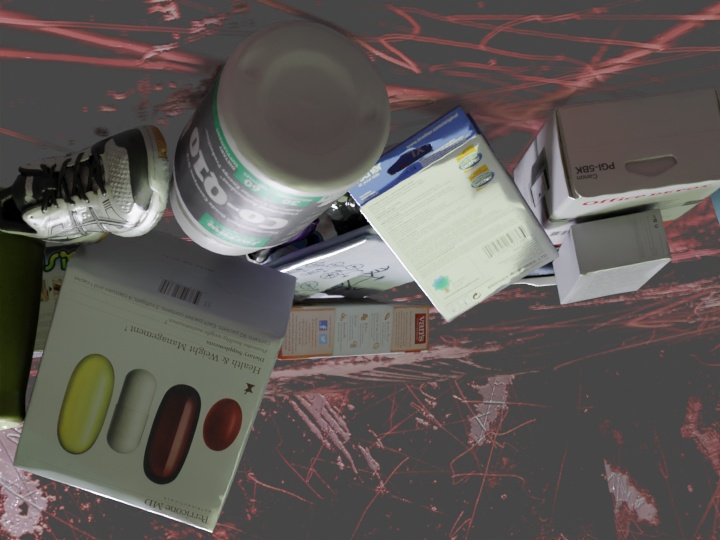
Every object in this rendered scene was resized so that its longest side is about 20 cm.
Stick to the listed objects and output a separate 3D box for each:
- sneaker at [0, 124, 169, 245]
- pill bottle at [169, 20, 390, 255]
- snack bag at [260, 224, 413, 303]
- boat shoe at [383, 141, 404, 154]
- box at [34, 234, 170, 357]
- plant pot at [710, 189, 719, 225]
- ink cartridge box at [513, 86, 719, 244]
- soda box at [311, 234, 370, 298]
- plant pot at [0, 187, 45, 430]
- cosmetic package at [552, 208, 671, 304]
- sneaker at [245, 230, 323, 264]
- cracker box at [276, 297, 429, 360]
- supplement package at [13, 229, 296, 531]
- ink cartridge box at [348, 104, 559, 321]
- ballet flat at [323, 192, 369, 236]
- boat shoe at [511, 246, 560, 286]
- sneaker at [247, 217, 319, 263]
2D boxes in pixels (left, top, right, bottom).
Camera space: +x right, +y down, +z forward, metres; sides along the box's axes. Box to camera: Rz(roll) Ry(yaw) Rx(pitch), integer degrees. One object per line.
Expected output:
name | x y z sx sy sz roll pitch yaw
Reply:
sneaker | -0.218 -0.058 0.888 0.087 0.076 0.200 0 166 -38
pill bottle | -0.065 -0.079 0.787 0.112 0.114 0.200 -4 168 -21
snack bag | 0.000 0.000 1.155 0.188 0.022 0.199 -19 162 35
boat shoe | 0.075 -0.062 1.056 0.074 0.087 0.202 -13 168 22
box | -0.290 0.028 1.196 0.199 0.111 0.035 -6 170 -9
plant pot | 0.427 -0.057 1.073 0.199 0.189 0.200 -8 170 -1
ink cartridge box | 0.230 -0.088 1.040 0.146 0.083 0.200 -8 170 -5
soda box | -0.020 0.001 1.378 0.068 0.064 0.200 -2 168 -28
plant pot | -0.366 0.046 1.006 0.199 0.194 0.200 -7 170 -1
cosmetic package | 0.232 -0.010 1.092 0.082 0.051 0.200 -12 170 2
sneaker | -0.066 -0.013 1.255 0.072 0.072 0.200 -13 171 10
cracker box | -0.041 0.061 1.271 0.199 0.058 0.134 -1 -177 -36
supplement package | -0.180 0.088 1.034 0.190 0.201 0.147 18 -160 -5
ink cartridge box | 0.076 -0.051 0.985 0.119 0.042 0.200 -31 133 11
ballet flat | -0.012 -0.069 1.084 0.057 0.067 0.200 28 172 10
boat shoe | 0.185 -0.011 1.462 0.199 0.062 0.075 -4 -172 28
sneaker | -0.076 -0.059 1.053 0.083 0.081 0.200 -22 179 -1
